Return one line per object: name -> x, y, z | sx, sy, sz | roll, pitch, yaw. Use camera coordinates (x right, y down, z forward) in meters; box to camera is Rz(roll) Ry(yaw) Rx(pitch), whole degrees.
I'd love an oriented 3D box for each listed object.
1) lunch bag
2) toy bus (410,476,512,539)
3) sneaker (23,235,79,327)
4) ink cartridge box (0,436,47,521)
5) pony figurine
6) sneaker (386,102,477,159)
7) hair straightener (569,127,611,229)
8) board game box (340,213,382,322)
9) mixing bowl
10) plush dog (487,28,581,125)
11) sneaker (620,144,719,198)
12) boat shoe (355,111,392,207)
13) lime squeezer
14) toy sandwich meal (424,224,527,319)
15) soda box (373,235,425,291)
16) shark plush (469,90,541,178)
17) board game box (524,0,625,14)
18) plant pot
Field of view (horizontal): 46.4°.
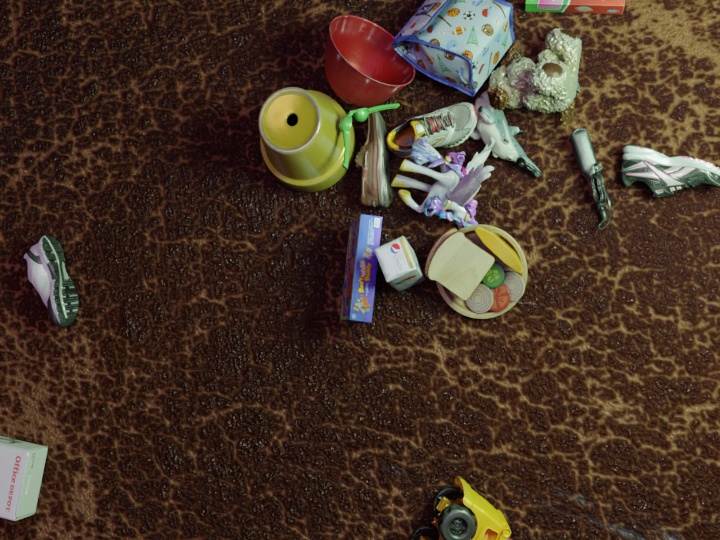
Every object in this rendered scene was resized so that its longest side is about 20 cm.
lunch bag -> 0.183, -0.474, 1.674 | 0.198, 0.125, 0.171 | 30, 69, 26
toy bus -> 0.202, 0.528, 1.588 | 0.190, 0.136, 0.202 | 34, 92, -4
sneaker -> -0.674, 0.032, 1.826 | 0.079, 0.073, 0.204 | -24, 76, 21
ink cartridge box -> -0.784, 0.432, 1.787 | 0.195, 0.084, 0.149 | 10, 86, 11
pony figurine -> 0.174, -0.175, 1.645 | 0.197, 0.167, 0.195 | 30, 126, 0
sneaker -> 0.142, -0.277, 1.679 | 0.197, 0.082, 0.079 | -22, 81, 22
hair straightener -> 0.449, -0.181, 1.634 | 0.040, 0.077, 0.205 | -12, 82, 7
board game box -> 0.000, 0.000, 1.664 | 0.044, 0.134, 0.205 | 7, 85, -9
mixing bowl -> 0.002, -0.406, 1.701 | 0.200, 0.199, 0.109 | 47, 132, 11
plush dog -> 0.337, -0.369, 1.656 | 0.168, 0.163, 0.202 | 9, 45, 23
sneaker -> 0.596, -0.179, 1.619 | 0.196, 0.080, 0.088 | 16, 99, 19
boat shoe -> 0.022, -0.229, 1.720 | 0.070, 0.076, 0.205 | -6, 79, 15
lime squeezer -> 0.002, -0.291, 1.661 | 0.070, 0.038, 0.201 | 33, 61, 10
toy sandwich meal -> 0.227, 0.002, 1.634 | 0.200, 0.070, 0.210 | 3, 102, 12
soda box -> 0.078, -0.010, 1.620 | 0.063, 0.200, 0.069 | -23, 80, 7
shark plush -> 0.297, -0.273, 1.680 | 0.083, 0.091, 0.200 | -36, 71, -27
board game box -> 0.438, -0.604, 1.701 | 0.195, 0.040, 0.157 | 4, 85, 11
plant pot -> -0.119, -0.277, 1.691 | 0.196, 0.189, 0.206 | -1, 83, 9
